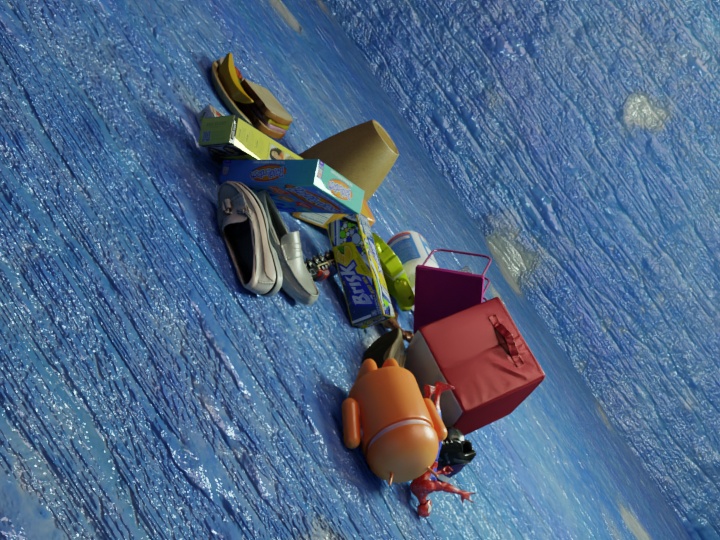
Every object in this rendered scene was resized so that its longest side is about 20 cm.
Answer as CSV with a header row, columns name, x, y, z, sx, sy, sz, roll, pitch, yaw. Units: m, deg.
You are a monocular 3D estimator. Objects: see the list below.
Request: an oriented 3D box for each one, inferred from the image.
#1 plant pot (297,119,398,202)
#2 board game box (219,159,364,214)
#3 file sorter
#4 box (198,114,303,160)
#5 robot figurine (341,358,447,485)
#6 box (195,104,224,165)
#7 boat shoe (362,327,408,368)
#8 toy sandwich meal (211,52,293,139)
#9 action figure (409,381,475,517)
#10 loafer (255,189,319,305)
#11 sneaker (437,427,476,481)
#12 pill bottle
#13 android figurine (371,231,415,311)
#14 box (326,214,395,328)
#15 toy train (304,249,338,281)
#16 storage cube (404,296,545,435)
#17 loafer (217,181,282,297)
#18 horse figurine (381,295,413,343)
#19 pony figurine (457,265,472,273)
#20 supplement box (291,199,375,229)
name,x,y,z,sx,sy,sz,roll,pitch,yaw
plant pot,-0.022,-0.224,1.772,0.187,0.199,0.187,46,19,-21
board game box,-0.114,-0.140,1.387,0.151,0.196,0.046,27,70,-55
file sorter,0.191,0.074,1.680,0.125,0.136,0.204,-45,140,-58
box,-0.182,-0.200,1.404,0.199,0.074,0.051,26,69,-57
robot figurine,0.046,0.228,1.237,0.144,0.116,0.202,40,21,-46
box,-0.210,-0.212,1.511,0.199,0.034,0.111,31,29,-54
boat shoe,0.047,0.171,1.428,0.064,0.072,0.201,56,18,-16
toy sandwich meal,-0.224,-0.360,1.697,0.206,0.070,0.206,48,18,-21
action figure,0.133,0.289,1.302,0.097,0.065,0.204,19,69,-17
loafer,-0.125,-0.037,1.344,0.202,0.069,0.070,55,18,1
sneaker,0.122,0.283,1.381,0.199,0.087,0.077,36,24,-46
pill bottle,0.120,0.006,1.846,0.112,0.112,0.201,44,15,-29
android figurine,0.049,-0.002,1.689,0.182,0.041,0.201,44,-13,40
box,0.000,0.000,1.543,0.064,0.069,0.204,21,51,-65
toy train,-0.075,-0.004,1.484,0.046,0.034,0.200,58,17,2
storage cube,0.190,0.183,1.486,0.173,0.177,0.201,61,-26,23
loafer,-0.177,-0.055,1.250,0.062,0.071,0.203,12,48,-56
horse figurine,0.032,0.056,1.642,0.201,0.049,0.133,53,11,-15
pony figurine,0.210,0.109,1.890,0.195,0.164,0.202,-108,173,-45
supplement box,-0.061,-0.126,1.655,0.198,0.069,0.067,21,35,-48
